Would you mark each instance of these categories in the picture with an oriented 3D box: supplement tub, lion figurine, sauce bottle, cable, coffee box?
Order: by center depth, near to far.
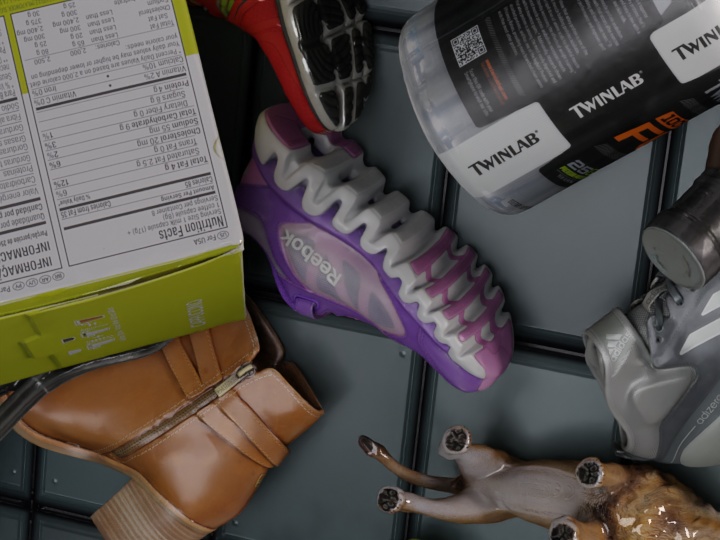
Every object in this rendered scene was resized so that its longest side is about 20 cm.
[{"bbox_3d":[0.219,-0.069,1.034,0.065,0.065,0.200,43,70,5],"label":"sauce bottle"},{"bbox_3d":[0.129,-0.124,1.080,0.199,0.122,0.123,-29,92,23],"label":"supplement tub"},{"bbox_3d":[-0.176,-0.058,1.102,0.198,0.200,0.200,-14,79,-6],"label":"coffee box"},{"bbox_3d":[0.106,0.128,1.169,0.199,0.122,0.073,18,90,31],"label":"lion figurine"},{"bbox_3d":[-0.175,0.054,1.209,0.097,0.050,0.200,36,81,14],"label":"cable"}]

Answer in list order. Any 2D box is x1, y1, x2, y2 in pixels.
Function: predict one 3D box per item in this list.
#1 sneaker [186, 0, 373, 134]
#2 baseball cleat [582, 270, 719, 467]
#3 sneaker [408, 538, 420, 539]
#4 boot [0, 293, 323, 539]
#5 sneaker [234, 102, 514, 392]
[{"bbox_3d":[-0.061,-0.163,1.173,0.085,0.077,0.201,-29,85,33],"label":"sneaker"},{"bbox_3d":[0.178,0.013,1.110,0.105,0.070,0.202,5,106,-13],"label":"baseball cleat"},{"bbox_3d":[0.008,0.252,1.227,0.074,0.084,0.201,29,109,11],"label":"sneaker"},{"bbox_3d":[-0.127,0.062,1.246,0.155,0.074,0.200,-42,83,13],"label":"boot"},{"bbox_3d":[0.000,0.000,1.182,0.200,0.080,0.089,45,119,10],"label":"sneaker"}]
